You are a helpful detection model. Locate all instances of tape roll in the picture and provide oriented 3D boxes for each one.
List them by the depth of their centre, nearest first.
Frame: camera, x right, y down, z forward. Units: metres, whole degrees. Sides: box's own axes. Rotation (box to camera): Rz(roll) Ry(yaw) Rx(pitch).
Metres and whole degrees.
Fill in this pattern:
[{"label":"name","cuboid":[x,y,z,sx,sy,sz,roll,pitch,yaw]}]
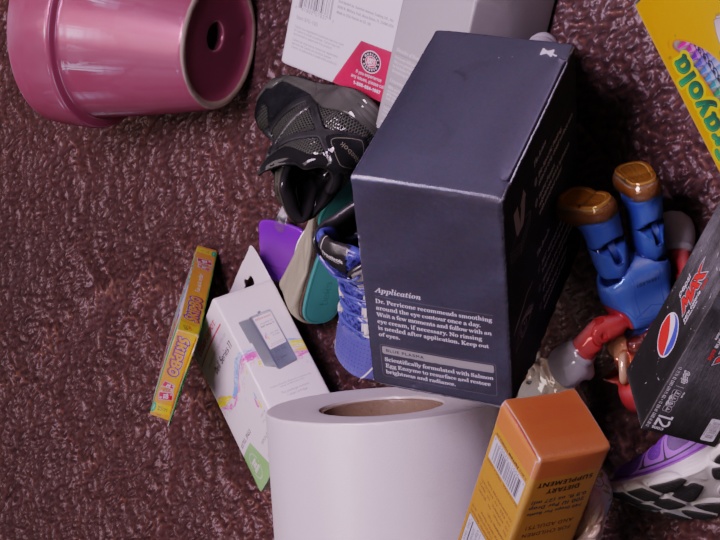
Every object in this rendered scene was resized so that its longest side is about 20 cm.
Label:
[{"label":"tape roll","cuboid":[0.023,0.181,1.544,0.202,0.202,0.140,0,95,44]}]

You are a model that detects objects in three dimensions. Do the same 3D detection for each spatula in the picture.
[{"label":"spatula","cuboid":[-0.065,-0.084,1.719,0.056,0.021,0.201,14,103,30]}]

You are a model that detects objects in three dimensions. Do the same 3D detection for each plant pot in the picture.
[{"label":"plant pot","cuboid":[-0.207,-0.228,1.737,0.178,0.200,0.201,12,105,28]}]

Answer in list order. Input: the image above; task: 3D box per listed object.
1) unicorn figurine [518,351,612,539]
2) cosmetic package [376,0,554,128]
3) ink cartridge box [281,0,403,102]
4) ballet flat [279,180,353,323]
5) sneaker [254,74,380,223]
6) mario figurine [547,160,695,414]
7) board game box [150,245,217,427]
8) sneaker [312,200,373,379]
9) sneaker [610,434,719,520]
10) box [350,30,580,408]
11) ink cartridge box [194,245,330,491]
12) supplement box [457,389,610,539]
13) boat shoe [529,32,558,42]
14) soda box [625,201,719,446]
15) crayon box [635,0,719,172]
[{"label":"unicorn figurine","cuboid":[0.163,0.159,1.469,0.200,0.073,0.138,-126,36,-54]},{"label":"cosmetic package","cuboid":[0.093,-0.201,1.491,0.090,0.107,0.201,26,111,40]},{"label":"ink cartridge box","cuboid":[0.022,-0.257,1.567,0.145,0.083,0.201,27,113,40]},{"label":"ballet flat","cuboid":[-0.025,-0.043,1.663,0.069,0.069,0.201,45,125,31]},{"label":"sneaker","cuboid":[-0.060,-0.108,1.604,0.114,0.076,0.199,-51,30,-12]},{"label":"mario figurine","cuboid":[0.201,0.019,1.409,0.123,0.106,0.201,-8,115,15]},{"label":"board game box","cuboid":[-0.169,0.061,1.750,0.200,0.030,0.096,-92,20,-63]},{"label":"sneaker","cuboid":[0.000,-0.001,1.602,0.080,0.115,0.200,39,121,35]},{"label":"sneaker","cuboid":[0.269,0.134,1.401,0.200,0.080,0.084,-37,38,47]},{"label":"box","cuboid":[0.085,-0.042,1.368,0.117,0.197,0.201,9,131,18]},{"label":"ink cartridge box","cuboid":[-0.098,0.091,1.721,0.201,0.067,0.117,62,153,19]},{"label":"supplement box","cuboid":[0.124,0.185,1.384,0.201,0.066,0.069,105,147,-41]},{"label":"boat shoe","cuboid":[0.149,-0.097,1.479,0.073,0.067,0.201,13,128,14]},{"label":"soda box","cuboid":[0.261,0.026,1.296,0.071,0.063,0.201,-94,23,-54]},{"label":"crayon box","cuboid":[0.297,-0.144,1.329,0.119,0.058,0.201,-38,70,40]}]
